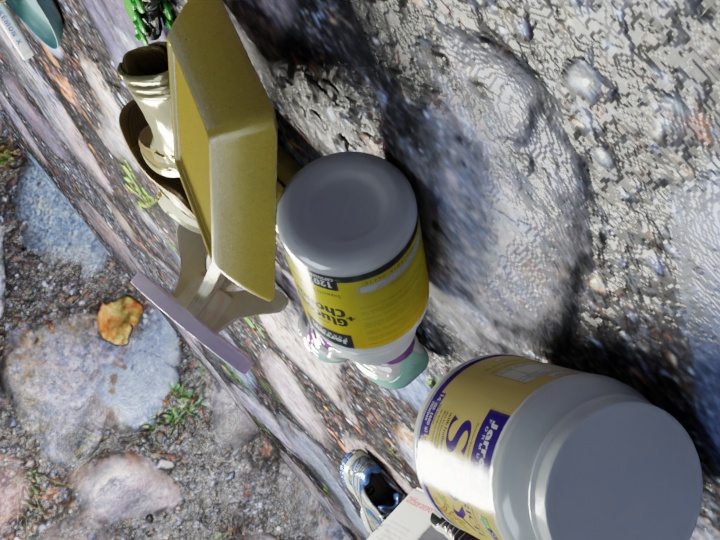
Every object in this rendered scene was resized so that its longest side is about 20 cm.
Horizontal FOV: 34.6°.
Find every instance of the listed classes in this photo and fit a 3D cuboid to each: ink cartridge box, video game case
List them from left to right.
[{"bbox_3d":[-0.547,-0.422,1.664,0.200,0.022,0.183,53,171,39],"label":"video game case"},{"bbox_3d":[0.059,0.418,1.643,0.083,0.200,0.146,48,166,-11],"label":"ink cartridge box"}]

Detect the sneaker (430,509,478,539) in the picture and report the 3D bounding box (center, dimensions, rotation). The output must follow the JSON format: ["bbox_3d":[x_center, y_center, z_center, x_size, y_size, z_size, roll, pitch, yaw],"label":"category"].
[{"bbox_3d":[0.165,0.351,1.442,0.116,0.076,0.200,49,177,-15],"label":"sneaker"}]

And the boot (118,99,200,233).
[{"bbox_3d":[-0.235,-0.122,1.443,0.200,0.072,0.154,49,167,-14],"label":"boot"}]

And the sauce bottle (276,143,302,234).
[{"bbox_3d":[-0.068,-0.065,1.100,0.200,0.065,0.065,47,165,17],"label":"sauce bottle"}]

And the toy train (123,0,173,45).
[{"bbox_3d":[-0.198,-0.267,1.046,0.057,0.041,0.200,59,167,8],"label":"toy train"}]

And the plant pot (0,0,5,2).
[{"bbox_3d":[-0.417,-0.385,1.162,0.175,0.198,0.200,65,167,8],"label":"plant pot"}]

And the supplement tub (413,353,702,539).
[{"bbox_3d":[0.137,0.142,0.840,0.146,0.145,0.200,54,165,-14],"label":"supplement tub"}]

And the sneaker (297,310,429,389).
[{"bbox_3d":[-0.020,0.034,1.201,0.199,0.078,0.141,16,142,50],"label":"sneaker"}]

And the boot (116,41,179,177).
[{"bbox_3d":[-0.211,-0.173,1.244,0.199,0.073,0.156,27,154,53],"label":"boot"}]

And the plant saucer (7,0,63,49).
[{"bbox_3d":[-0.459,-0.387,1.547,0.200,0.027,0.200,46,166,15],"label":"plant saucer"}]

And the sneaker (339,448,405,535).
[{"bbox_3d":[0.039,0.383,1.869,0.201,0.077,0.085,56,160,-24],"label":"sneaker"}]

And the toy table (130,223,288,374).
[{"bbox_3d":[-0.200,0.033,1.569,0.199,0.117,0.184,38,176,-6],"label":"toy table"}]

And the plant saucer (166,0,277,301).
[{"bbox_3d":[-0.120,-0.104,0.965,0.201,0.048,0.201,95,157,-45],"label":"plant saucer"}]

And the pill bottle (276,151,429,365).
[{"bbox_3d":[0.000,0.000,0.965,0.112,0.112,0.201,42,163,27],"label":"pill bottle"}]
